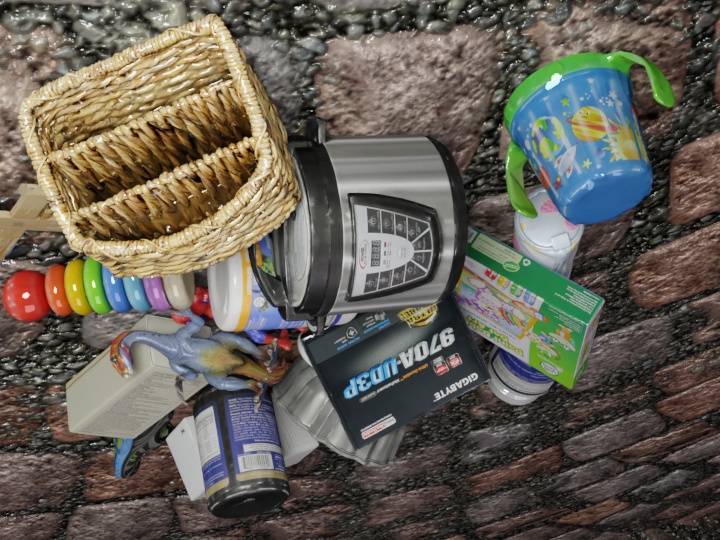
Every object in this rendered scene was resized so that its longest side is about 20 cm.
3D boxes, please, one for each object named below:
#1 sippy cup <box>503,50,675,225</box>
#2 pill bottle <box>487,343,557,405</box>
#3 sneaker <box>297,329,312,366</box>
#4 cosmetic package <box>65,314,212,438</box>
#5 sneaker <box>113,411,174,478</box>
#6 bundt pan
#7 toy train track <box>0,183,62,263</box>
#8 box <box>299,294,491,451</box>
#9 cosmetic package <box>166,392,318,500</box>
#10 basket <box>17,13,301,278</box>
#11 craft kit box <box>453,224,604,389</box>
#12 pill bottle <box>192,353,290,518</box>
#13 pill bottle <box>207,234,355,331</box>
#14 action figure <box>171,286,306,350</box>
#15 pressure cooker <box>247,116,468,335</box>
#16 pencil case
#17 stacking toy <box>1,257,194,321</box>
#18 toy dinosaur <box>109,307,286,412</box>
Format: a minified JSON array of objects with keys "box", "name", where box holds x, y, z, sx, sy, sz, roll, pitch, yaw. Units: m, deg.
[{"box":[0.226,-0.123,0.951,0.138,0.132,0.179,-11,151,-8],"name":"sippy cup"},{"box":[0.253,0.115,1.397,0.114,0.117,0.201,-8,151,-14],"name":"pill bottle"},{"box":[0.022,0.078,1.264,0.198,0.080,0.131,6,141,-38],"name":"sneaker"},{"box":[-0.283,0.141,1.221,0.103,0.074,0.199,17,138,-43],"name":"cosmetic package"},{"box":[-0.317,0.249,1.396,0.082,0.071,0.200,5,143,-22],"name":"sneaker"},{"box":[-0.018,0.181,1.320,0.201,0.202,0.076,22,105,-48],"name":"bundt pan"},{"box":[-0.348,-0.039,0.923,0.114,0.033,0.199,1,153,-41],"name":"toy train track"},{"box":[0.044,0.110,1.208,0.198,0.160,0.046,-26,-174,-4],"name":"box"},{"box":[-0.170,0.251,1.392,0.198,0.102,0.071,-10,155,-43],"name":"cosmetic package"},{"box":[-0.166,-0.089,0.804,0.198,0.144,0.149,-19,152,7],"name":"basket"},{"box":[0.196,0.046,1.187,0.049,0.199,0.198,-52,158,-17],"name":"craft kit box"},{"box":[-0.165,0.219,1.284,0.110,0.202,0.112,-11,151,-6],"name":"pill bottle"},{"box":[-0.062,0.006,1.054,0.197,0.113,0.112,-3,149,-22],"name":"pill bottle"},{"box":[-0.160,0.048,1.146,0.198,0.052,0.065,17,133,-37],"name":"action figure"},{"box":[-0.014,-0.041,0.929,0.197,0.178,0.179,-3,151,-19],"name":"pressure cooker"},{"box":[0.226,-0.015,1.181,0.082,0.092,0.201,-3,150,4],"name":"pencil case"},{"box":[-0.280,0.012,1.005,0.197,0.086,0.086,-8,151,0],"name":"stacking toy"},{"box":[-0.195,0.112,1.120,0.179,0.106,0.200,11,162,9],"name":"toy dinosaur"}]
